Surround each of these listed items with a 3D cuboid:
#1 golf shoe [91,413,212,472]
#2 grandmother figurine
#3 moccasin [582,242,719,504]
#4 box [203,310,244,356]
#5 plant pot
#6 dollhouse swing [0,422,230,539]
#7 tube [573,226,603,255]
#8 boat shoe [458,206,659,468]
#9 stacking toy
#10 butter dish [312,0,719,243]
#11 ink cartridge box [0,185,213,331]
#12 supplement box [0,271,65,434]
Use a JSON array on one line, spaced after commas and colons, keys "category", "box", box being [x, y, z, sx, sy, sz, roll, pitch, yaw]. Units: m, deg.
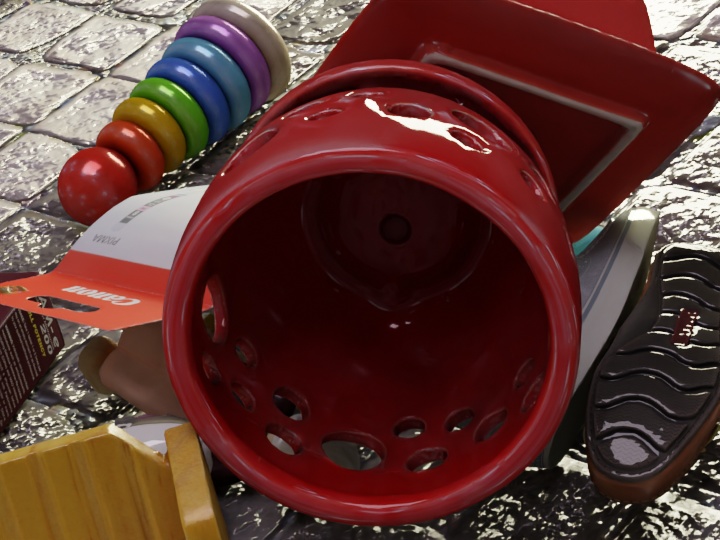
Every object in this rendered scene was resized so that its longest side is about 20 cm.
[{"category": "golf shoe", "box": [-0.156, 0.151, 1.256, 0.200, 0.073, 0.092, -33, 33, -14]}, {"category": "grandmother figurine", "box": [-0.074, 0.072, 1.345, 0.060, 0.122, 0.200, 13, 15, -48]}, {"category": "moccasin", "box": [0.158, 0.063, 1.266, 0.073, 0.078, 0.202, 8, 32, 8]}, {"category": "box", "box": [0.000, 0.000, 1.457, 0.119, 0.042, 0.200, 6, 39, 31]}, {"category": "plant pot", "box": [0.014, -0.001, 1.198, 0.200, 0.201, 0.183, -8, 24, 12]}, {"category": "dollhouse swing", "box": [-0.148, 0.198, 1.101, 0.199, 0.182, 0.176, -15, 17, -1]}, {"category": "tube", "box": [0.079, 0.012, 1.397, 0.077, 0.050, 0.200, 30, 43, 9]}, {"category": "boat shoe", "box": [0.110, 0.025, 1.327, 0.071, 0.070, 0.201, 20, 45, 14]}, {"category": "stacking toy", "box": [-0.137, -0.101, 1.651, 0.085, 0.086, 0.200, 13, 48, 38]}, {"category": "butter dish", "box": [0.076, -0.126, 1.337, 0.199, 0.200, 0.148, 17, 58, -16]}, {"category": "ink cartridge box", "box": [-0.106, -0.012, 1.368, 0.199, 0.057, 0.162, -5, 10, -40]}, {"category": "supplement box", "box": [-0.270, 0.079, 1.429, 0.108, 0.061, 0.200, 1, 36, 24]}]
